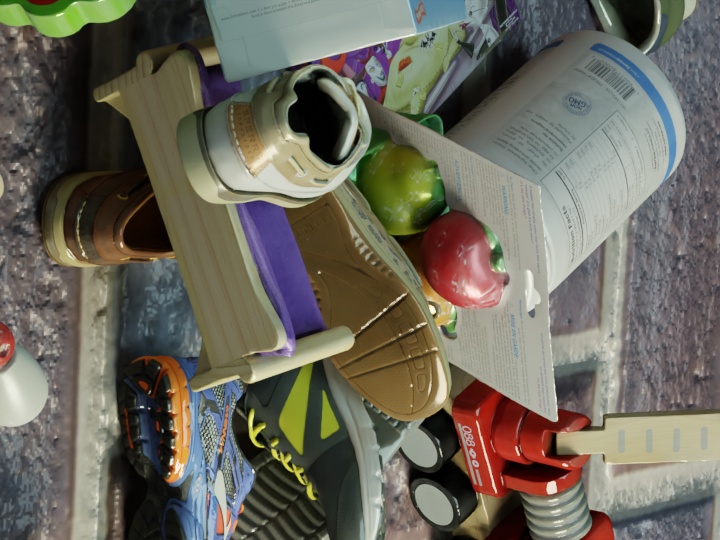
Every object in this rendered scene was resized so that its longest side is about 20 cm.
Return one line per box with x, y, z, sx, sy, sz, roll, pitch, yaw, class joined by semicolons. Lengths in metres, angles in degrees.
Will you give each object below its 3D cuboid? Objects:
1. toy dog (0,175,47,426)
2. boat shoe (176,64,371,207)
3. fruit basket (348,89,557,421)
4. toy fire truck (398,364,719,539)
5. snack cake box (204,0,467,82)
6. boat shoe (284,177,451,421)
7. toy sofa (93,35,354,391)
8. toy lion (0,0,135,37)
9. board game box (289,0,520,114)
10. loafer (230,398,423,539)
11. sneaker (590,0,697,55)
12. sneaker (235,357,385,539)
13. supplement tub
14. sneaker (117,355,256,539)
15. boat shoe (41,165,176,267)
-0.246;0.010;1.506;0.132;0.096;0.201;-36;138;-42;toy dog
-0.030;-0.077;1.523;0.200;0.068;0.075;-27;97;-66;boat shoe
0.055;-0.018;1.714;0.094;0.199;0.186;-35;133;-34;fruit basket
0.149;0.151;1.882;0.129;0.199;0.177;-37;124;-37;toy fire truck
-0.012;-0.161;1.563;0.200;0.114;0.068;-38;113;-77;snack cake box
0.000;0.000;1.671;0.201;0.073;0.063;61;23;-15;boat shoe
-0.072;-0.037;1.565;0.083;0.097;0.201;-17;86;-41;toy sofa
-0.137;-0.221;1.493;0.069;0.199;0.193;65;33;-67;toy lion
0.031;-0.162;1.814;0.200;0.032;0.120;-48;128;-32;board game box
-0.024;0.135;1.772;0.200;0.075;0.070;-41;169;-19;loafer
0.192;-0.241;1.952;0.090;0.067;0.201;-51;135;-36;sneaker
-0.034;0.105;1.714;0.075;0.084;0.201;87;-9;-63;sneaker
0.124;-0.067;1.863;0.200;0.131;0.133;-41;126;-35;supplement tub
-0.099;0.148;1.687;0.078;0.075;0.201;-12;108;-37;sneaker
-0.104;-0.040;1.655;0.199;0.067;0.073;-18;111;-46;boat shoe
